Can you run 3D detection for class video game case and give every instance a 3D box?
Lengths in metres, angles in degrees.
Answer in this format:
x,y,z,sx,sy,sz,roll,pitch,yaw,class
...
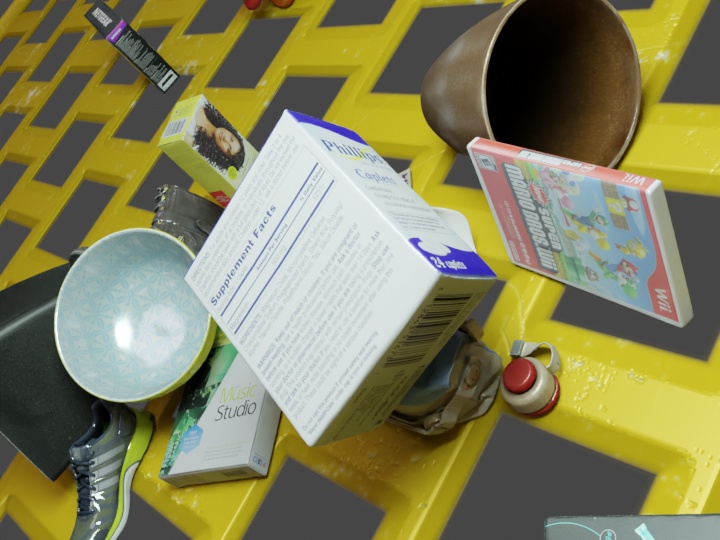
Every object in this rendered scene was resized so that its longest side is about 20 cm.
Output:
x,y,z,sx,sy,sz,roll,pitch,yaw,class
0.184,-0.037,0.738,0.017,0.144,0.199,-41,36,-19,video game case

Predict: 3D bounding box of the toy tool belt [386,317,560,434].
x,y,z,sx,sy,sz,roll,pitch,yaw,class
0.066,0.078,0.768,0.198,0.123,0.126,1,59,43,toy tool belt

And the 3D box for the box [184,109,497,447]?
x,y,z,sx,sy,sz,roll,pitch,yaw,class
-0.023,0.005,0.717,0.200,0.104,0.185,48,115,25,box

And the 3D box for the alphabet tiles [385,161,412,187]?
x,y,z,sx,sy,sz,roll,pitch,yaw,class
-0.019,-0.045,1.041,0.198,0.006,0.168,-25,45,26,alphabet tiles

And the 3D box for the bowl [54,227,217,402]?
x,y,z,sx,sy,sz,roll,pitch,yaw,class
-0.248,0.060,1.023,0.197,0.108,0.204,-3,76,13,bowl

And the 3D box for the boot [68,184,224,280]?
x,y,z,sx,sy,sz,roll,pitch,yaw,class
-0.274,-0.042,1.144,0.069,0.197,0.176,-46,33,47,boot

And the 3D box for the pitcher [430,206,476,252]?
x,y,z,sx,sy,sz,roll,pitch,yaw,class
0.000,0.000,0.858,0.198,0.171,0.123,-24,65,25,pitcher

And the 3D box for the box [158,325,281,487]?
x,y,z,sx,sy,sz,roll,pitch,yaw,class
-0.147,0.141,0.983,0.143,0.036,0.202,-16,47,34,box

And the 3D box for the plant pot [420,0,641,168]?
x,y,z,sx,sy,sz,roll,pitch,yaw,class
0.148,-0.179,0.882,0.188,0.186,0.199,-55,25,-9,plant pot

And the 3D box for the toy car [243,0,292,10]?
x,y,z,sx,sy,sz,roll,pitch,yaw,class
-0.184,-0.522,1.443,0.151,0.199,0.175,-61,22,-7,toy car

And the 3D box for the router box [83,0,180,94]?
x,y,z,sx,sy,sz,roll,pitch,yaw,class
-0.435,-0.426,1.628,0.051,0.149,0.200,-46,38,0,router box

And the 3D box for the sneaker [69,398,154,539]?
x,y,z,sx,sy,sz,roll,pitch,yaw,class
-0.314,0.244,1.017,0.073,0.081,0.202,-17,48,32,sneaker

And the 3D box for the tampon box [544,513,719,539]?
x,y,z,sx,sy,sz,roll,pitch,yaw,class
0.218,0.234,0.495,0.198,0.126,0.152,-12,51,35,tampon box

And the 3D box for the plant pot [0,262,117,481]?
x,y,z,sx,sy,sz,roll,pitch,yaw,class
-0.398,0.107,1.110,0.177,0.201,0.199,-41,25,-9,plant pot

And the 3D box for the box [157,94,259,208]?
x,y,z,sx,sy,sz,roll,pitch,yaw,class
-0.162,-0.125,1.085,0.050,0.200,0.076,-7,54,35,box
